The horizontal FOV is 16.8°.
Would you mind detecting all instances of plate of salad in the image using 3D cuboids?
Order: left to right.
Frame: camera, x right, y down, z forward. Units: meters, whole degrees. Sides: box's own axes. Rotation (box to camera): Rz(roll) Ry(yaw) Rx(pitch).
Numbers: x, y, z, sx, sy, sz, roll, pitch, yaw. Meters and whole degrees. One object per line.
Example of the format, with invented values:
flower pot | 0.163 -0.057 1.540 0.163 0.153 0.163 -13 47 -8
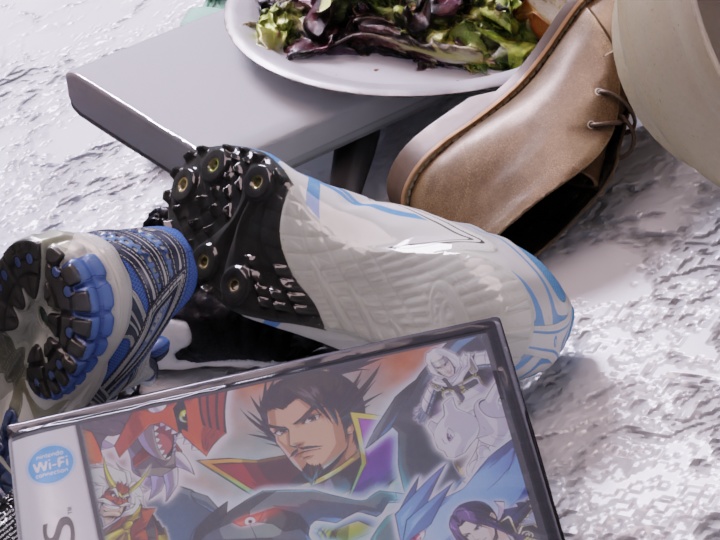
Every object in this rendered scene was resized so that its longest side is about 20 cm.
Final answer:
plate of salad | 0.030 -0.142 1.206 0.198 0.048 0.201 -3 33 2

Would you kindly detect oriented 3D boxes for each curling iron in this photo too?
curling iron | -0.009 -0.072 1.222 0.049 0.026 0.201 -13 32 7

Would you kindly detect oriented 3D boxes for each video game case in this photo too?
video game case | -0.025 0.110 0.892 0.198 0.026 0.182 -13 48 -2

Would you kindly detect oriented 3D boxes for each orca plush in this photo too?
orca plush | -0.083 0.010 1.112 0.105 0.071 0.200 -36 34 -18

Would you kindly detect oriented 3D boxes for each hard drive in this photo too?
hard drive | -0.029 -0.103 1.220 0.199 0.026 0.132 -26 38 -30

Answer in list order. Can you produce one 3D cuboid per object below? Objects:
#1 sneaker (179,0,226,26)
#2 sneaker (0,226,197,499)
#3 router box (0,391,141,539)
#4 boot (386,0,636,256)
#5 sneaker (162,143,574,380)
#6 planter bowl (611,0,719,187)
sneaker | -0.070 -0.162 1.309 0.073 0.119 0.200 14 50 43
sneaker | -0.126 0.043 1.052 0.085 0.077 0.200 -20 -14 -37
router box | -0.115 0.145 0.955 0.200 0.051 0.149 -39 35 -22
boot | 0.109 -0.074 1.101 0.200 0.074 0.076 -43 45 2
sneaker | 0.000 0.000 1.045 0.199 0.072 0.072 23 94 28
planter bowl | 0.187 -0.109 1.013 0.200 0.201 0.135 -40 8 -23
